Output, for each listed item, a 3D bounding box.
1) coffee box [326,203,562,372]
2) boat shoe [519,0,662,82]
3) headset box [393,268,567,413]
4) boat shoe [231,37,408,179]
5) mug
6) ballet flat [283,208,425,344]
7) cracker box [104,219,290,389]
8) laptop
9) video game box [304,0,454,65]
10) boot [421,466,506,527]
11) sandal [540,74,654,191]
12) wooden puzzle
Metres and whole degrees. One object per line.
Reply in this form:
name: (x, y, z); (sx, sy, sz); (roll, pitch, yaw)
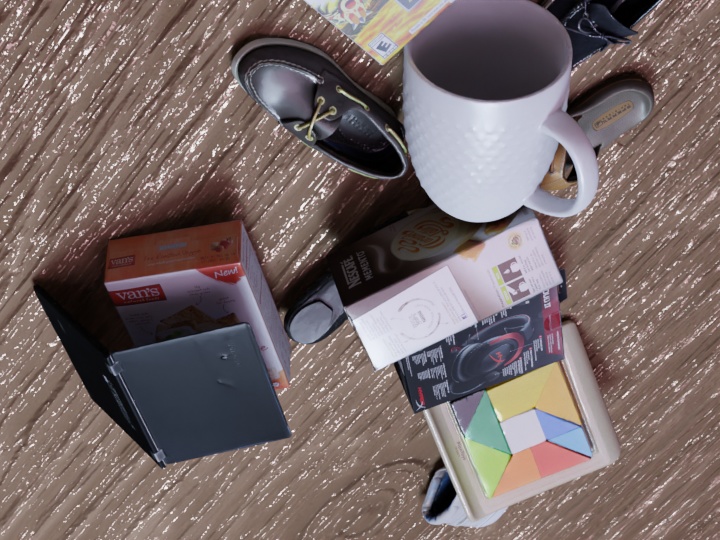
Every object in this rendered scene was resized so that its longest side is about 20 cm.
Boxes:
coffee box: (0.078, -0.001, 1.541); (0.198, 0.115, 0.080); (-26, 118, 2)
boat shoe: (0.217, -0.233, 1.461); (0.074, 0.063, 0.200); (23, 122, -42)
headset box: (0.128, 0.051, 1.702); (0.198, 0.075, 0.149); (-20, 139, -4)
boat shoe: (-0.030, -0.142, 1.441); (0.200, 0.061, 0.072); (25, 120, -41)
mug: (0.129, -0.122, 1.436); (0.147, 0.199, 0.176); (-40, 149, -29)
ballet flat: (0.000, 0.000, 1.625); (0.199, 0.057, 0.067); (-37, 110, 8)
cracker box: (-0.153, 0.045, 1.558); (0.132, 0.058, 0.201); (-9, 138, 9)
laptop: (-0.189, 0.090, 1.547); (0.116, 0.200, 0.188); (-39, 143, -19)
video game box: (0.030, -0.284, 1.295); (0.200, 0.047, 0.182); (-40, 133, 18)
boot: (0.149, 0.239, 1.907); (0.095, 0.074, 0.201); (1, 134, -35)
sandal: (0.208, -0.115, 1.583); (0.199, 0.055, 0.082); (-31, 138, 9)
wooden puzzle: (0.184, 0.175, 1.828); (0.198, 0.037, 0.186); (-24, 110, -2)
